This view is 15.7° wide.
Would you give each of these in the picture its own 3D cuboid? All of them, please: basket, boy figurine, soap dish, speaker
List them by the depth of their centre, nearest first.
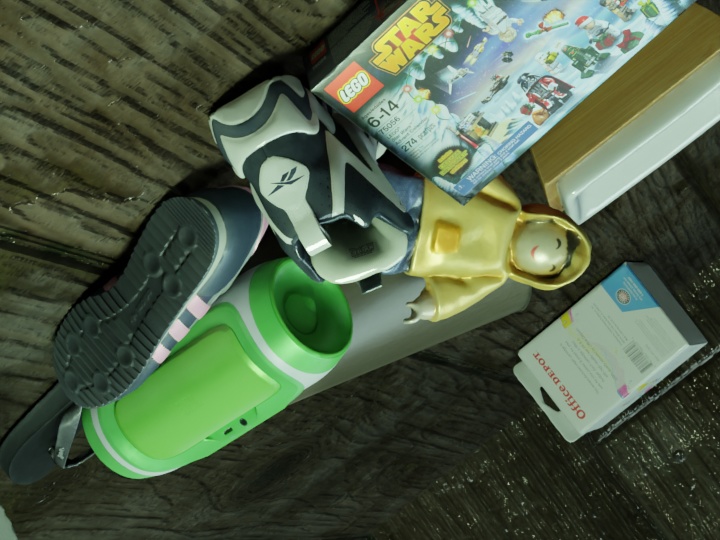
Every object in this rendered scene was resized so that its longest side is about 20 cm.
[{"bbox_3d":[-0.096,0.066,1.722,0.200,0.089,0.088,-33,174,38],"label":"speaker"},{"bbox_3d":[0.060,-0.021,1.739,0.064,0.199,0.125,-153,-104,-70],"label":"boy figurine"},{"bbox_3d":[0.000,0.000,1.826,0.199,0.136,0.181,-28,135,-17],"label":"basket"},{"bbox_3d":[0.221,-0.130,2.119,0.200,0.081,0.157,-38,169,1],"label":"soap dish"}]

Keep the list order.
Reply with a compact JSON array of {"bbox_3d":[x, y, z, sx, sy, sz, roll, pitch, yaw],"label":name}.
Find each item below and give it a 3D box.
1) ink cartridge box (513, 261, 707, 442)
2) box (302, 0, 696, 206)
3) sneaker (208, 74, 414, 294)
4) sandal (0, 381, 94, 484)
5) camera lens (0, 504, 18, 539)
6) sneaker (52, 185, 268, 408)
[{"bbox_3d":[0.297,0.101,3.166,0.200,0.129,0.125,-40,169,15],"label":"ink cartridge box"},{"bbox_3d":[0.083,-0.144,1.534,0.137,0.040,0.200,35,114,-31],"label":"box"},{"bbox_3d":[-0.012,-0.044,1.583,0.079,0.130,0.199,-27,171,11],"label":"sneaker"},{"bbox_3d":[-0.195,0.100,1.842,0.076,0.043,0.200,-26,164,-46],"label":"sandal"},{"bbox_3d":[-0.303,0.220,1.688,0.160,0.160,0.200,-32,168,-25],"label":"camera lens"},{"bbox_3d":[-0.123,0.018,1.672,0.082,0.070,0.200,-22,162,-49],"label":"sneaker"}]
